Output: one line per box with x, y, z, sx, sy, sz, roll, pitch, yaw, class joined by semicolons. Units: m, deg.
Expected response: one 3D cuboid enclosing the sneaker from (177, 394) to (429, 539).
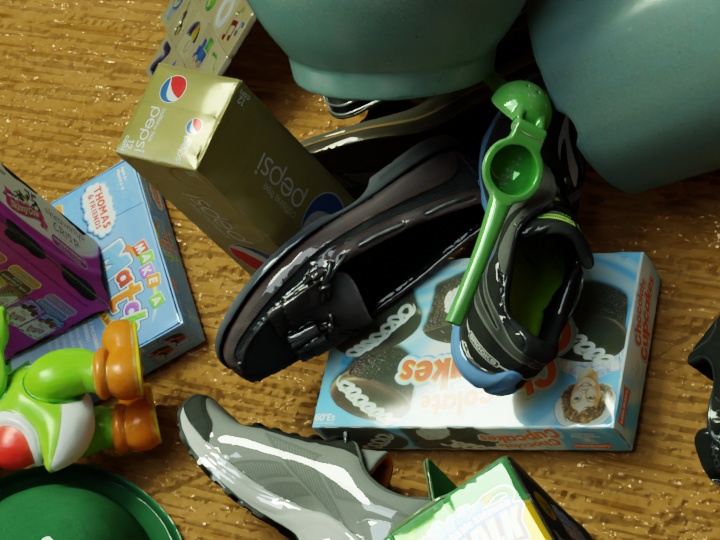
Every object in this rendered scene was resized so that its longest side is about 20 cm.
-0.029;0.126;1.333;0.200;0.074;0.079;32;85;32;sneaker

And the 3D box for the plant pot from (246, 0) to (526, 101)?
0.016;-0.176;1.272;0.200;0.134;0.200;-2;21;1;plant pot

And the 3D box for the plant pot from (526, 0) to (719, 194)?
0.216;-0.146;1.282;0.196;0.200;0.200;-24;54;27;plant pot

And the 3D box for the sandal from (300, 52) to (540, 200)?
0.047;-0.100;1.408;0.200;0.082;0.055;-24;55;15;sandal

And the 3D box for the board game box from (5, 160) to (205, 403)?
-0.213;0.030;1.512;0.200;0.037;0.151;-30;53;14;board game box

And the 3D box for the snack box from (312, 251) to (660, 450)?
0.075;0.050;1.336;0.200;0.037;0.116;-2;61;28;snack box

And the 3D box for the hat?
-0.192;0.154;1.313;0.166;0.176;0.200;-34;57;-18;hat

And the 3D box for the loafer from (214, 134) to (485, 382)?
0.000;0.000;1.343;0.200;0.072;0.063;-42;52;-5;loafer

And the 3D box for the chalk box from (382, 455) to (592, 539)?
0.075;0.194;1.203;0.124;0.125;0.200;-36;51;7;chalk box

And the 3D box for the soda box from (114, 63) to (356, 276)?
-0.063;-0.047;1.365;0.068;0.200;0.064;14;72;35;soda box

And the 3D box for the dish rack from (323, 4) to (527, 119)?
0.026;-0.201;1.434;0.153;0.055;0.200;-26;38;12;dish rack

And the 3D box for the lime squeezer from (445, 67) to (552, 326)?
0.076;-0.065;1.254;0.071;0.038;0.200;-26;42;36;lime squeezer

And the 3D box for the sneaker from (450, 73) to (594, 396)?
0.107;-0.024;1.281;0.083;0.071;0.200;-26;45;53;sneaker

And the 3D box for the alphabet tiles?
-0.089;-0.203;1.526;0.200;0.006;0.166;-58;26;14;alphabet tiles

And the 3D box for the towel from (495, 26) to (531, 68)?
0.103;-0.198;1.458;0.200;0.050;0.148;-23;48;17;towel

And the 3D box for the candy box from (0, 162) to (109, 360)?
-0.286;0.015;1.452;0.200;0.136;0.061;-26;53;15;candy box

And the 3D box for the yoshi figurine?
-0.234;0.086;1.420;0.200;0.112;0.112;-13;81;-4;yoshi figurine

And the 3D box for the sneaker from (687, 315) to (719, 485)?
0.239;0.099;1.205;0.100;0.070;0.200;-36;48;16;sneaker
